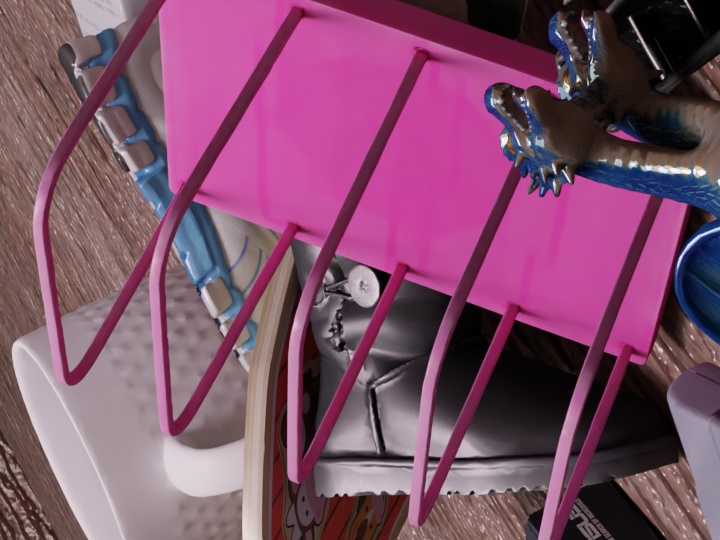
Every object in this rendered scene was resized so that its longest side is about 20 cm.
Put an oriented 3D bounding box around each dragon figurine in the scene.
[{"bbox_3d":[0.126,-0.006,0.597,0.200,0.059,0.099,37,163,-20],"label":"dragon figurine"}]

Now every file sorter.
[{"bbox_3d":[0.000,0.000,0.757,0.199,0.126,0.139,20,147,11],"label":"file sorter"}]

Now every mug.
[{"bbox_3d":[-0.066,0.070,1.140,0.200,0.174,0.149,18,131,67],"label":"mug"}]

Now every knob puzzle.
[{"bbox_3d":[-0.001,0.063,0.982,0.030,0.220,0.221,4,128,23],"label":"knob puzzle"}]

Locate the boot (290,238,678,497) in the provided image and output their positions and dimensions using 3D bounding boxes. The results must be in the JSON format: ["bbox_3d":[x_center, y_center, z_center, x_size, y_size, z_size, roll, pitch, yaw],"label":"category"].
[{"bbox_3d":[0.040,-0.013,0.880,0.164,0.066,0.202,-6,89,29],"label":"boot"}]

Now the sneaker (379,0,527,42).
[{"bbox_3d":[0.005,-0.166,0.752,0.089,0.076,0.201,-74,-31,-53],"label":"sneaker"}]

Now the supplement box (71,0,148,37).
[{"bbox_3d":[-0.078,-0.136,1.015,0.103,0.101,0.201,33,144,61],"label":"supplement box"}]

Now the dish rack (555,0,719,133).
[{"bbox_3d":[0.068,-0.154,0.628,0.201,0.054,0.153,64,163,6],"label":"dish rack"}]

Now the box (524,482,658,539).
[{"bbox_3d":[0.136,0.213,0.952,0.160,0.043,0.201,50,158,42],"label":"box"}]

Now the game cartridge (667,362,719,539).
[{"bbox_3d":[0.174,0.113,0.703,0.134,0.041,0.200,65,166,-20],"label":"game cartridge"}]

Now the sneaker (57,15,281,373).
[{"bbox_3d":[-0.049,-0.031,0.963,0.201,0.086,0.075,62,174,-25],"label":"sneaker"}]
